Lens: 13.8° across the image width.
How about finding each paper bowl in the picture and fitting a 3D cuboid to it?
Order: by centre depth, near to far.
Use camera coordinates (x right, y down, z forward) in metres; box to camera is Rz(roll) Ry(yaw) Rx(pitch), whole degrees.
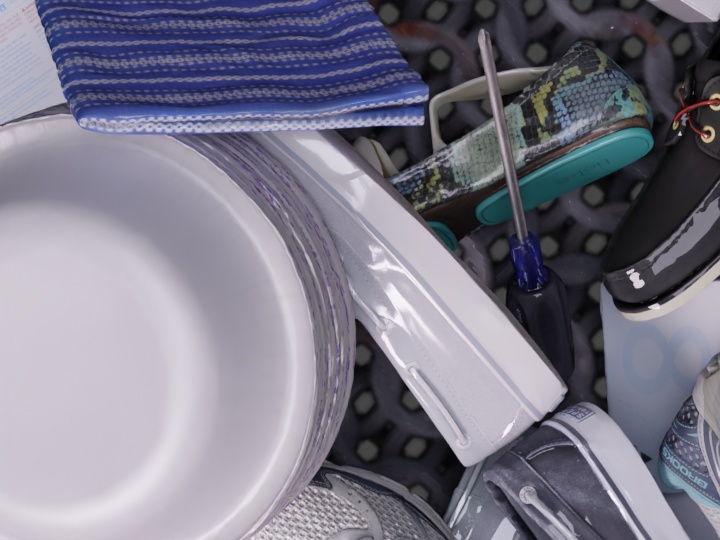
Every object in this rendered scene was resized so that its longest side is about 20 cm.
[{"bbox_3d":[-0.109,0.033,1.214,0.201,0.104,0.201,3,100,16],"label":"paper bowl"}]

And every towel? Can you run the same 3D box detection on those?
[{"bbox_3d":[-0.059,-0.103,1.251,0.145,0.200,0.024,-3,115,-11],"label":"towel"}]

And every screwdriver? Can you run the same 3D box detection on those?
[{"bbox_3d":[0.067,-0.028,1.297,0.028,0.029,0.200,-19,126,-5],"label":"screwdriver"}]

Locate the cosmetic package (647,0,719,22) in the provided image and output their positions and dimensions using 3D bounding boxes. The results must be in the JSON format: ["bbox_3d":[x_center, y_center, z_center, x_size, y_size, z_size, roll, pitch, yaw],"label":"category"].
[{"bbox_3d":[0.172,-0.209,1.296,0.090,0.107,0.200,32,91,-3],"label":"cosmetic package"}]

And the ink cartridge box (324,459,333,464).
[{"bbox_3d":[-0.086,0.165,1.338,0.117,0.067,0.200,24,93,-3],"label":"ink cartridge box"}]

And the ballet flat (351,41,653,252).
[{"bbox_3d":[0.033,-0.040,1.334,0.200,0.074,0.074,-27,94,0],"label":"ballet flat"}]

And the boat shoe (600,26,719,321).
[{"bbox_3d":[0.163,-0.069,1.306,0.063,0.074,0.201,43,79,-30],"label":"boat shoe"}]

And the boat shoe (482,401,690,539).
[{"bbox_3d":[0.122,0.156,1.269,0.068,0.072,0.200,-33,93,-19],"label":"boat shoe"}]

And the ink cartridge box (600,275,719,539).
[{"bbox_3d":[0.197,0.082,1.287,0.200,0.047,0.160,0,95,44],"label":"ink cartridge box"}]

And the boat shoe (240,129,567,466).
[{"bbox_3d":[0.000,0.000,1.268,0.069,0.072,0.200,-43,104,4],"label":"boat shoe"}]

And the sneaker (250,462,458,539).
[{"bbox_3d":[0.031,0.150,1.263,0.200,0.085,0.077,37,91,0],"label":"sneaker"}]

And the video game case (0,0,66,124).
[{"bbox_3d":[-0.198,-0.144,1.341,0.143,0.018,0.200,-34,94,2],"label":"video game case"}]

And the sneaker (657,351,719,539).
[{"bbox_3d":[0.203,0.123,1.245,0.200,0.078,0.086,52,132,16],"label":"sneaker"}]

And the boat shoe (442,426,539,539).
[{"bbox_3d":[0.036,0.158,1.346,0.071,0.070,0.201,30,94,16],"label":"boat shoe"}]
